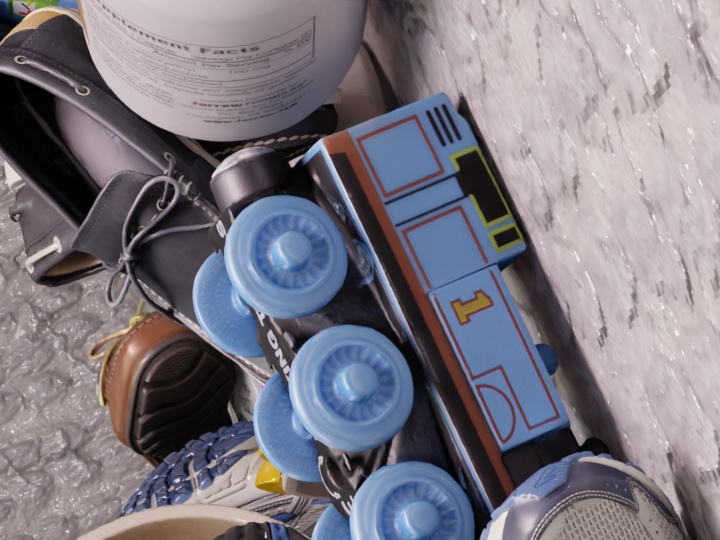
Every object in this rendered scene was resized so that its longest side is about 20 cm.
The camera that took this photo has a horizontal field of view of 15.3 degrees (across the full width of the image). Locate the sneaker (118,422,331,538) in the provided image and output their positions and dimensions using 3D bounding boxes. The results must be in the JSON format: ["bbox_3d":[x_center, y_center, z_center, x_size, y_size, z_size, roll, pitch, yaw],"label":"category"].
[{"bbox_3d":[-0.039,0.118,1.316,0.085,0.200,0.077,57,-154,-14],"label":"sneaker"}]

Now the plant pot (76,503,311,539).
[{"bbox_3d":[-0.061,0.235,1.282,0.201,0.200,0.184,62,-178,27],"label":"plant pot"}]

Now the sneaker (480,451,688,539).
[{"bbox_3d":[0.109,0.146,0.919,0.085,0.077,0.200,41,163,56],"label":"sneaker"}]

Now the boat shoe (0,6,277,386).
[{"bbox_3d":[-0.083,-0.021,1.067,0.200,0.062,0.075,48,130,10],"label":"boat shoe"}]

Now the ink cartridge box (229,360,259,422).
[{"bbox_3d":[-0.013,0.088,1.432,0.145,0.083,0.201,-163,50,-79],"label":"ink cartridge box"}]

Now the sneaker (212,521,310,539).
[{"bbox_3d":[0.017,0.177,1.021,0.200,0.076,0.077,45,167,22],"label":"sneaker"}]

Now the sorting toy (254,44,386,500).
[{"bbox_3d":[0.000,0.000,1.164,0.200,0.106,0.181,103,161,-76],"label":"sorting toy"}]

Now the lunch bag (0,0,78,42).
[{"bbox_3d":[-0.133,-0.094,1.282,0.151,0.199,0.094,-172,103,-80],"label":"lunch bag"}]

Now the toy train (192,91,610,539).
[{"bbox_3d":[0.018,0.037,0.990,0.200,0.114,0.087,64,160,8],"label":"toy train"}]

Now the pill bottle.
[{"bbox_3d":[-0.051,-0.130,0.969,0.200,0.114,0.115,96,149,-74],"label":"pill bottle"}]

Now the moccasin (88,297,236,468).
[{"bbox_3d":[-0.104,0.052,1.402,0.078,0.074,0.201,57,178,11],"label":"moccasin"}]

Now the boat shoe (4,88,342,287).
[{"bbox_3d":[-0.081,-0.036,1.145,0.200,0.074,0.061,-13,82,42],"label":"boat shoe"}]
